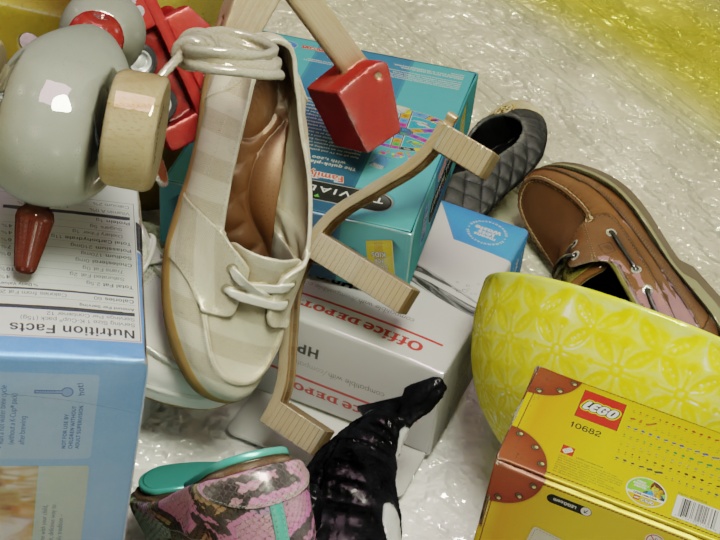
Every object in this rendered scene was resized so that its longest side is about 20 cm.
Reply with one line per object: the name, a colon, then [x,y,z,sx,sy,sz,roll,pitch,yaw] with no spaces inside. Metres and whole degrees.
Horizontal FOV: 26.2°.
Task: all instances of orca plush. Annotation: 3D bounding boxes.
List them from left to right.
orca plush: [-0.004,0.125,0.765,0.105,0.071,0.200,14,53,25]

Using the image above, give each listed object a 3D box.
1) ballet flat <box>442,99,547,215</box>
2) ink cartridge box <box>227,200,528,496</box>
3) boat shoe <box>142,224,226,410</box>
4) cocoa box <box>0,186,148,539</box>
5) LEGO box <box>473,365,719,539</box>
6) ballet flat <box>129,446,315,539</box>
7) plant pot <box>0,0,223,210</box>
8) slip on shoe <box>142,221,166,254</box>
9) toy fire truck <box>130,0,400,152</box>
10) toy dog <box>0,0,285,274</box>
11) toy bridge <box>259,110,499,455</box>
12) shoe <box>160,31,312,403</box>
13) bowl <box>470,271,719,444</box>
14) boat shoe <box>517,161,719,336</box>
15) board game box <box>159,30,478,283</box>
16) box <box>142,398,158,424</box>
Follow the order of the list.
ballet flat: [0.082,-0.078,1.077,0.066,0.057,0.200,-18,20,34]
ink cartridge box: [0.013,0.033,0.925,0.116,0.068,0.200,19,39,13]
boat shoe: [-0.142,-0.001,0.847,0.200,0.069,0.071,35,38,2]
cocoa box: [-0.175,0.070,0.724,0.133,0.200,0.131,3,38,-14]
LEGO box: [0.151,0.154,0.738,0.200,0.149,0.077,21,38,12]
ballet flat: [-0.068,0.125,0.746,0.069,0.200,0.071,-8,84,-20]
plant pot: [-0.178,-0.141,0.978,0.194,0.196,0.200,14,30,5]
slip on shoe: [-0.151,0.007,0.926,0.200,0.061,0.074,21,57,-6]
toy fire truck: [-0.074,-0.138,0.862,0.141,0.200,0.049,-30,21,-16]
toy dog: [-0.128,-0.063,0.695,0.132,0.096,0.200,21,20,14]
toy bridge: [0.000,0.000,0.849,0.067,0.200,0.027,31,4,13]
shoe: [-0.062,-0.029,0.816,0.070,0.200,0.053,5,-1,-31]
bowl: [0.139,0.088,0.834,0.200,0.200,0.108,21,82,14]
boat shoe: [0.158,-0.003,1.003,0.068,0.072,0.200,-16,44,-31]
board game box: [-0.021,-0.073,0.964,0.151,0.047,0.200,12,37,9]
box: [-0.208,0.036,0.892,0.200,0.041,0.039,21,39,12]
